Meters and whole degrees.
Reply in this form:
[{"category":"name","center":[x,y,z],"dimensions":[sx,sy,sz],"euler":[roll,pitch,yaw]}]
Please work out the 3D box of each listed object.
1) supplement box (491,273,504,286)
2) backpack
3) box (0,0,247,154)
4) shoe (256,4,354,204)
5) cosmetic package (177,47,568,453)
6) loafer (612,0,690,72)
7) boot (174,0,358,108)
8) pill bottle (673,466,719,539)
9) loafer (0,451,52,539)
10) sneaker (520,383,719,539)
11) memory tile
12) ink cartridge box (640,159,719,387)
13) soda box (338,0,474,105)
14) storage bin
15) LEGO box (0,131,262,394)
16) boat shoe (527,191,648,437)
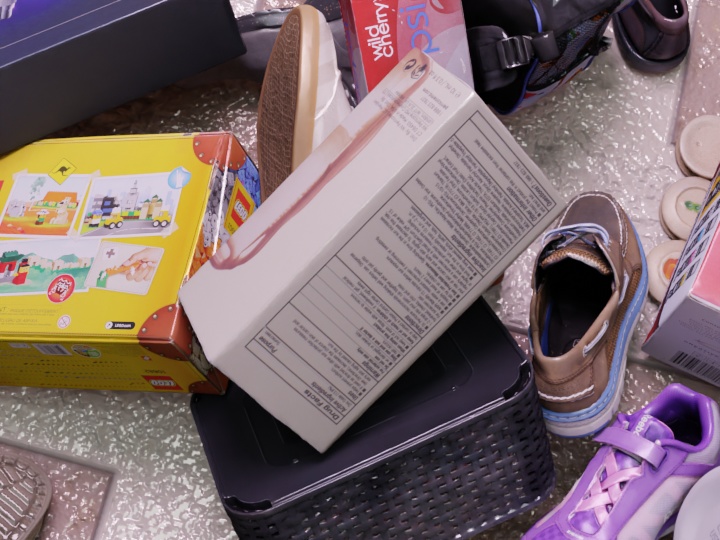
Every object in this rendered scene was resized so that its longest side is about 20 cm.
[{"category":"supplement box","center":[0.000,0.000,0.852],"dimensions":[0.197,0.067,0.070],"euler":[-19,73,-6]},{"category":"backpack","center":[0.101,-0.208,0.853],"dimensions":[0.152,0.191,0.202],"euler":[-25,77,-13]},{"category":"box","center":[-0.195,-0.180,0.831],"dimensions":[0.198,0.079,0.142],"euler":[-23,61,-4]},{"category":"shoe","center":[-0.031,-0.066,0.790],"dimensions":[0.053,0.070,0.204],"euler":[3,90,-29]},{"category":"cosmetic package","center":[0.005,-0.012,0.700],"dimensions":[0.200,0.103,0.087],"euler":[-44,34,3]},{"category":"loafer","center":[0.204,-0.251,0.930],"dimensions":[0.071,0.063,0.203],"euler":[-16,73,-5]},{"category":"boot","center":[-0.043,-0.124,0.885],"dimensions":[0.197,0.070,0.134],"euler":[-13,100,24]},{"category":"pill bottle","center":[0.294,0.176,0.742],"dimensions":[0.197,0.108,0.111],"euler":[10,70,-28]},{"category":"loafer","center":[-0.281,0.199,0.793],"dimensions":[0.075,0.069,0.200],"euler":[41,61,10]},{"category":"sneaker","center":[0.161,0.136,0.760],"dimensions":[0.199,0.090,0.080],"euler":[-31,43,-34]},{"category":"memory tile","center":[0.309,-0.019,0.882],"dimensions":[0.197,0.017,0.155],"euler":[19,74,6]},{"category":"ink cartridge box","center":[0.269,-0.041,0.789],"dimensions":[0.083,0.176,0.202],"euler":[24,73,7]},{"category":"soda box","center":[0.033,-0.108,0.765],"dimensions":[0.069,0.064,0.203],"euler":[-12,109,-4]},{"category":"storage bin","center":[0.007,0.103,0.773],"dimensions":[0.197,0.095,0.136],"euler":[-22,36,-7]},{"category":"LEGO box","center":[-0.173,-0.006,0.804],"dimensions":[0.197,0.077,0.151],"euler":[0,61,21]},{"category":"boat shoe","center":[0.149,0.009,0.810],"dimensions":[0.071,0.073,0.202],"euler":[-6,43,19]}]
